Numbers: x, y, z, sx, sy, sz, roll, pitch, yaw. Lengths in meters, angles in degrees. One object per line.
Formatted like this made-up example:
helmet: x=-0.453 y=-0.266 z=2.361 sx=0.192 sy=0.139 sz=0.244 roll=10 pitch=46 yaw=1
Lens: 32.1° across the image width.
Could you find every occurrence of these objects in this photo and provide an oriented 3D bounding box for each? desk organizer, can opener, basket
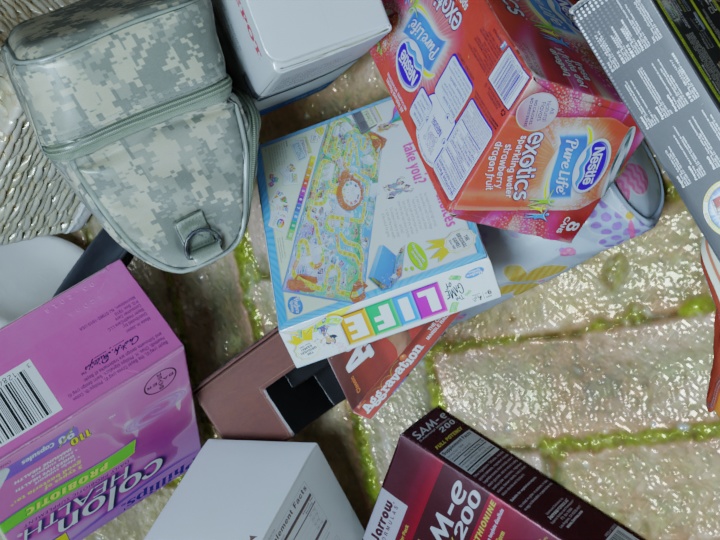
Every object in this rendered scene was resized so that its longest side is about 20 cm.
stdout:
desk organizer: x=-0.037 y=0.072 z=0.974 sx=0.199 sy=0.072 sz=0.077 roll=-36 pitch=87 yaw=35
can opener: x=-0.188 y=-0.034 z=0.998 sx=0.078 sy=0.063 sz=0.201 roll=31 pitch=90 yaw=10
basket: x=-0.303 y=-0.146 z=1.024 sx=0.200 sy=0.160 sz=0.199 roll=43 pitch=122 yaw=12

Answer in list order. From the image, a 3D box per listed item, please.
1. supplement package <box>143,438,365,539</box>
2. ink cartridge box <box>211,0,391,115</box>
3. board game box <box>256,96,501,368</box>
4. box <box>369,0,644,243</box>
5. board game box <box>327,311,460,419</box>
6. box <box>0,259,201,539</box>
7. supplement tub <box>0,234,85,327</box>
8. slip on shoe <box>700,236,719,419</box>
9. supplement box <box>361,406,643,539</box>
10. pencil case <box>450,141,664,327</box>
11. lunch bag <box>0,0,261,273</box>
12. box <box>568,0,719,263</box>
supplement package: x=-0.060 y=0.240 z=0.974 sx=0.113 sy=0.110 sz=0.201 roll=-2 pitch=128 yaw=32
ink cartridge box: x=-0.063 y=-0.192 z=0.835 sx=0.200 sy=0.083 sz=0.147 roll=170 pitch=78 yaw=-76
board game box: x=0.004 y=-0.036 z=0.819 sx=0.133 sy=0.201 sz=0.034 roll=-19 pitch=129 yaw=6
box: x=0.082 y=-0.123 z=0.763 sx=0.100 sy=0.095 sz=0.201 roll=-59 pitch=34 yaw=32
board game box: x=0.000 y=0.000 z=0.862 sx=0.103 sy=0.019 sz=0.201 roll=-52 pitch=36 yaw=17
box: x=-0.226 y=0.119 z=0.979 sx=0.097 sy=0.175 sz=0.201 roll=49 pitch=157 yaw=24
supplement tub: x=-0.304 y=0.082 z=1.097 sx=0.145 sy=0.145 sz=0.201 roll=37 pitch=128 yaw=18
slip on shoe: x=0.245 y=0.070 z=0.794 sx=0.061 sy=0.074 sz=0.202 roll=-10 pitch=104 yaw=37
supplement box: x=0.107 y=0.204 z=0.928 sx=0.199 sy=0.061 sz=0.110 roll=31 pitch=120 yaw=22
pencil case: x=0.105 y=-0.033 z=0.843 sx=0.199 sy=0.083 sz=0.092 roll=-27 pitch=60 yaw=36
lunch bag: x=-0.149 y=-0.096 z=0.846 sx=0.200 sy=0.138 sz=0.169 roll=-143 pitch=33 yaw=-65
box: x=0.213 y=-0.082 z=0.709 sx=0.044 sy=0.160 sz=0.201 roll=-33 pitch=87 yaw=36
